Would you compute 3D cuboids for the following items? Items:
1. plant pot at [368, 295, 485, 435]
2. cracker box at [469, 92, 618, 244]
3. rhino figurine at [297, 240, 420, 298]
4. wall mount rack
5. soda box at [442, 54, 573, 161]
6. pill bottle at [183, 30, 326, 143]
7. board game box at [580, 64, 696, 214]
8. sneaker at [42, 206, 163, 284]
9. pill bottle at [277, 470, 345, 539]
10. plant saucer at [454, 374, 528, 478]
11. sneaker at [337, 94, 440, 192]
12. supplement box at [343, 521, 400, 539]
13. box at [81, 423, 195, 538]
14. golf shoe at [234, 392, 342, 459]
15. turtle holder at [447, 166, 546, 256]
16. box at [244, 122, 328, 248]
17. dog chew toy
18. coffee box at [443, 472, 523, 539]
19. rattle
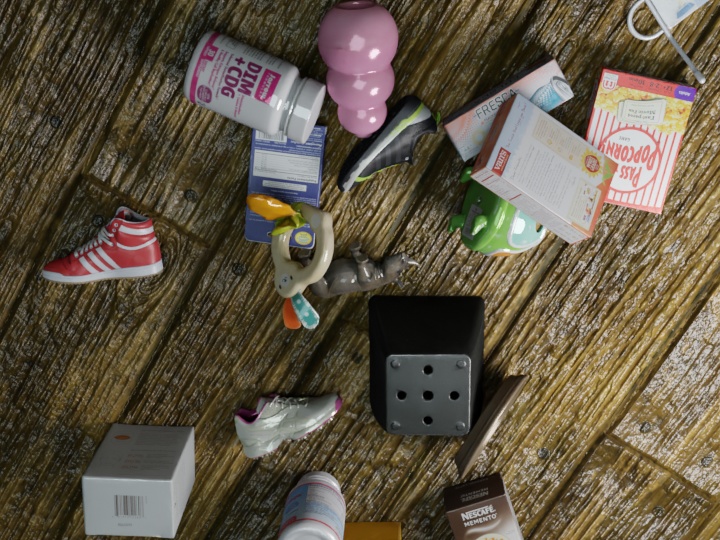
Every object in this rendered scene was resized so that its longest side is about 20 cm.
[{"bbox_3d":[0.109,0.167,1.728,0.196,0.178,0.203,0,108,2],"label":"plant pot"},{"bbox_3d":[0.275,-0.150,1.588,0.198,0.058,0.135,32,69,-15],"label":"cracker box"},{"bbox_3d":[0.000,0.000,1.737,0.196,0.060,0.088,-6,135,4],"label":"rhino figurine"},{"bbox_3d":[0.506,-0.391,1.584,0.199,0.075,0.175,-36,103,13],"label":"wall mount rack"},{"bbox_3d":[0.226,-0.252,1.648,0.198,0.064,0.069,-30,104,12],"label":"soda box"},{"bbox_3d":[-0.159,-0.276,1.623,0.197,0.113,0.115,23,108,2],"label":"pill bottle"},{"bbox_3d":[0.421,-0.204,1.662,0.149,0.046,0.204,11,108,0],"label":"board game box"},{"bbox_3d":[-0.428,-0.043,1.742,0.196,0.071,0.115,-6,111,-3],"label":"sneaker"},{"bbox_3d":[-0.080,0.426,1.805,0.106,0.200,0.111,1,108,2],"label":"pill bottle"},{"bbox_3d":[0.211,0.250,1.745,0.029,0.200,0.202,33,107,13],"label":"plant saucer"},{"bbox_3d":[0.047,-0.183,1.674,0.083,0.072,0.200,39,110,-19],"label":"sneaker"},{"bbox_3d":[-0.020,0.570,1.884,0.193,0.133,0.204,-1,108,3],"label":"supplement box"},{"bbox_3d":[-0.369,0.351,1.796,0.149,0.200,0.108,2,107,2],"label":"box"},{"bbox_3d":[-0.128,0.247,1.820,0.198,0.075,0.093,-27,101,9],"label":"golf shoe"},{"bbox_3d":[0.228,-0.112,1.669,0.130,0.141,0.189,17,69,-18],"label":"turtle holder"},{"bbox_3d":[-0.122,-0.142,1.716,0.119,0.032,0.204,7,107,0],"label":"box"},{"bbox_3d":[0.000,-0.302,1.618,0.122,0.125,0.203,-3,116,4],"label":"dog chew toy"},{"bbox_3d":[0.227,0.474,1.869,0.113,0.080,0.203,-19,106,8],"label":"coffee box"},{"bbox_3d":[-0.122,-0.006,1.650,0.128,0.142,0.203,20,98,22],"label":"rattle"}]
